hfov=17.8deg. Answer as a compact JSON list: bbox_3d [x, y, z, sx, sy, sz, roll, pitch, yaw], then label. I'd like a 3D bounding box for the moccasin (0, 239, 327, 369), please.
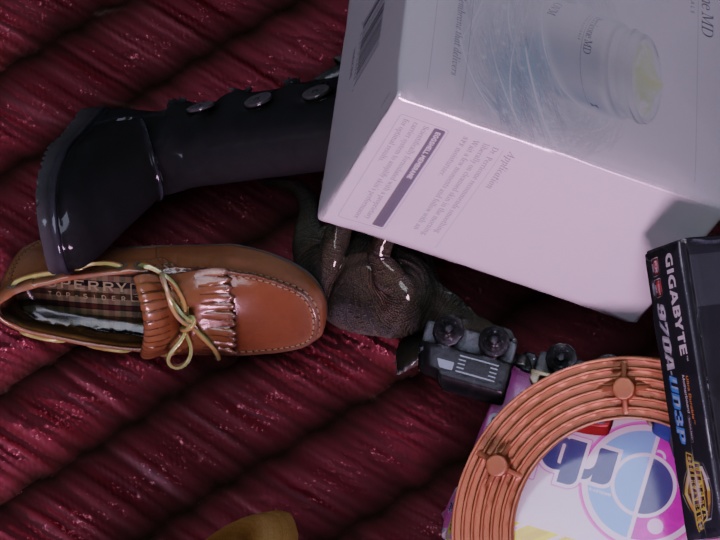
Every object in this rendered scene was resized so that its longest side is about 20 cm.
[{"bbox_3d":[-0.120,0.020,1.374,0.200,0.074,0.078,10,28,7],"label":"moccasin"}]

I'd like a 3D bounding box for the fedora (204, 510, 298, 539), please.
[{"bbox_3d":[-0.083,0.230,1.281,0.082,0.200,0.201,39,77,-16],"label":"fedora"}]

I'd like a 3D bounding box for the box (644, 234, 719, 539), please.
[{"bbox_3d":[0.260,0.056,1.247,0.199,0.046,0.160,-4,82,-21],"label":"box"}]

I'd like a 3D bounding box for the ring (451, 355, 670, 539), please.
[{"bbox_3d":[0.148,0.147,1.269,0.199,0.019,0.202,0,89,11],"label":"ring"}]

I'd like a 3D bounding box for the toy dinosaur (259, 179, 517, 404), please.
[{"bbox_3d":[0.000,0.000,1.379,0.199,0.077,0.103,24,108,26],"label":"toy dinosaur"}]

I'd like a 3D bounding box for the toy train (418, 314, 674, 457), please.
[{"bbox_3d":[0.128,0.070,1.300,0.199,0.034,0.046,14,74,10],"label":"toy train"}]

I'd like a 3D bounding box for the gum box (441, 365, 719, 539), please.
[{"bbox_3d":[0.152,0.134,1.328,0.199,0.066,0.114,16,72,10],"label":"gum box"}]

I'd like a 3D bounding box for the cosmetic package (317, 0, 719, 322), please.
[{"bbox_3d":[0.098,-0.106,1.313,0.199,0.123,0.200,18,50,-14],"label":"cosmetic package"}]

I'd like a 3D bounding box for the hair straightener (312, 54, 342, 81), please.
[{"bbox_3d":[0.057,-0.128,1.437,0.199,0.041,0.077,-21,71,-2],"label":"hair straightener"}]

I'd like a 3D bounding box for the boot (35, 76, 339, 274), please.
[{"bbox_3d":[-0.082,-0.062,1.369,0.199,0.066,0.165,-4,32,9],"label":"boot"}]
